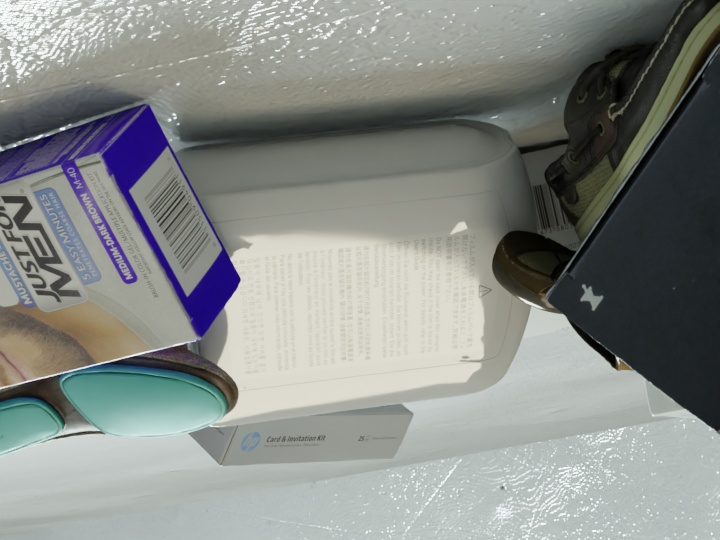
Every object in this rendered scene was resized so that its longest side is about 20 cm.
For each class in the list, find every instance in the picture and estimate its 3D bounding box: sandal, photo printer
[{"bbox_3d":[0.141,0.028,0.903,0.200,0.055,0.082,12,-159,-45],"label":"sandal"},{"bbox_3d":[0.000,0.000,0.906,0.200,0.069,0.167,-7,123,-8],"label":"photo printer"}]

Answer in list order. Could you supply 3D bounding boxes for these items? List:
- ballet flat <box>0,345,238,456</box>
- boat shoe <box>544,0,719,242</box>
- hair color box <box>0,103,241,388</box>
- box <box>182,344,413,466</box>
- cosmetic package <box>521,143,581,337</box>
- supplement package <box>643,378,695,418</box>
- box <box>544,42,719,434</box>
[{"bbox_3d":[-0.153,0.056,0.897,0.200,0.067,0.068,-9,133,23],"label":"ballet flat"},{"bbox_3d":[0.133,-0.077,0.818,0.073,0.065,0.200,-39,164,-29],"label":"boat shoe"},{"bbox_3d":[-0.176,-0.002,0.839,0.200,0.109,0.065,-14,-155,28],"label":"hair color box"},{"bbox_3d":[-0.085,0.056,1.069,0.156,0.041,0.200,5,-153,-46],"label":"box"},{"bbox_3d":[0.129,-0.017,1.063,0.107,0.085,0.200,-13,166,8],"label":"cosmetic package"},{"bbox_3d":[0.306,0.024,1.206,0.150,0.152,0.200,-16,166,30],"label":"supplement package"},{"bbox_3d":[0.197,-0.022,0.793,0.148,0.104,0.200,-57,163,20],"label":"box"}]
